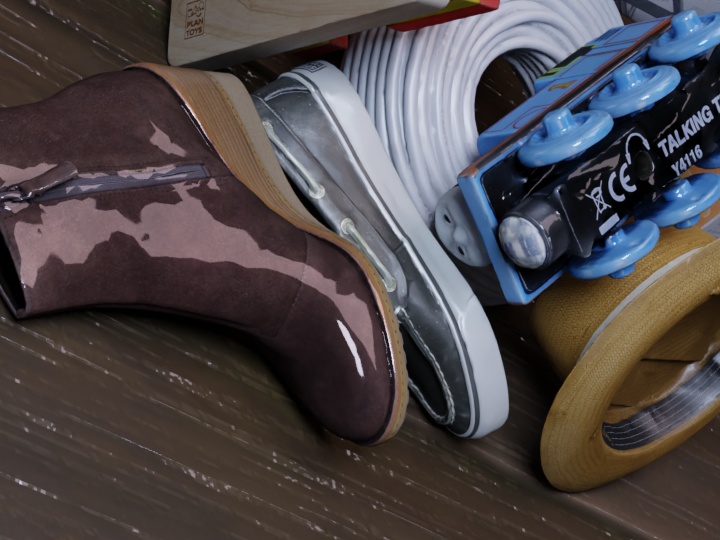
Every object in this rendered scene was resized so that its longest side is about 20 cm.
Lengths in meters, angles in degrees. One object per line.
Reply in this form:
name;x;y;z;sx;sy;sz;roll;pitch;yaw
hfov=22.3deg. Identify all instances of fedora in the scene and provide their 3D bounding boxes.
fedora;0.147;0.025;0.943;0.200;0.201;0.082;0;41;-53

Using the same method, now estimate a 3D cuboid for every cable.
cable;0.074;-0.081;0.969;0.199;0.069;0.202;34;67;-35

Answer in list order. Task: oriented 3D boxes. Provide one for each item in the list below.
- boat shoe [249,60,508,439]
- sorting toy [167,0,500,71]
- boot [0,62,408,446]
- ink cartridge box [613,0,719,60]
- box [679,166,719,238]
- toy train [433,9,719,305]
boat shoe;0.000;0.000;0.882;0.063;0.071;0.201;-31;91;-27
sorting toy;-0.004;-0.202;0.874;0.069;0.199;0.201;9;81;-37
boot;-0.081;0.005;0.782;0.165;0.072;0.201;-17;72;-45
ink cartridge box;0.191;-0.205;0.998;0.199;0.085;0.146;32;72;14
box;0.206;-0.077;1.096;0.097;0.200;0.125;6;52;-50
toy train;0.118;-0.058;0.888;0.200;0.114;0.087;-38;109;-34
